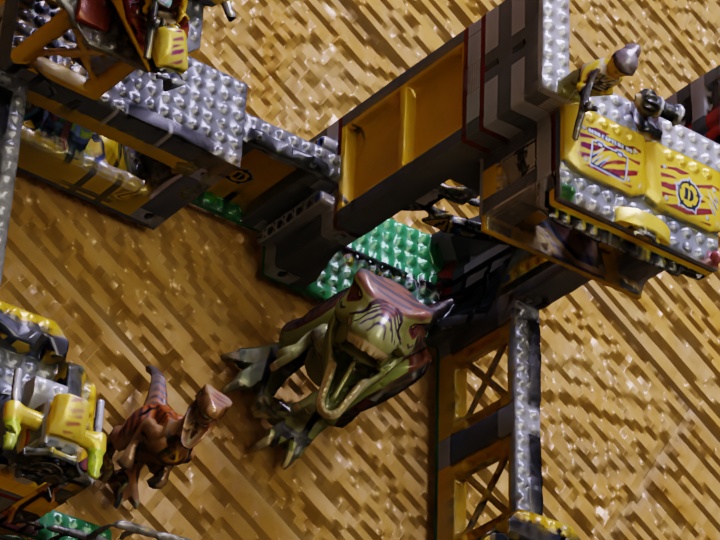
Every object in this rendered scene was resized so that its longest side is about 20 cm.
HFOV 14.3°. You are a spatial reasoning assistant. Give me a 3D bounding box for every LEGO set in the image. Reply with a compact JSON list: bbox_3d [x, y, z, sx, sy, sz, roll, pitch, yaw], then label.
[{"bbox_3d":[0.000,0.000,0.572,0.200,0.116,0.154,30,50,-25],"label":"LEGO set"}]
